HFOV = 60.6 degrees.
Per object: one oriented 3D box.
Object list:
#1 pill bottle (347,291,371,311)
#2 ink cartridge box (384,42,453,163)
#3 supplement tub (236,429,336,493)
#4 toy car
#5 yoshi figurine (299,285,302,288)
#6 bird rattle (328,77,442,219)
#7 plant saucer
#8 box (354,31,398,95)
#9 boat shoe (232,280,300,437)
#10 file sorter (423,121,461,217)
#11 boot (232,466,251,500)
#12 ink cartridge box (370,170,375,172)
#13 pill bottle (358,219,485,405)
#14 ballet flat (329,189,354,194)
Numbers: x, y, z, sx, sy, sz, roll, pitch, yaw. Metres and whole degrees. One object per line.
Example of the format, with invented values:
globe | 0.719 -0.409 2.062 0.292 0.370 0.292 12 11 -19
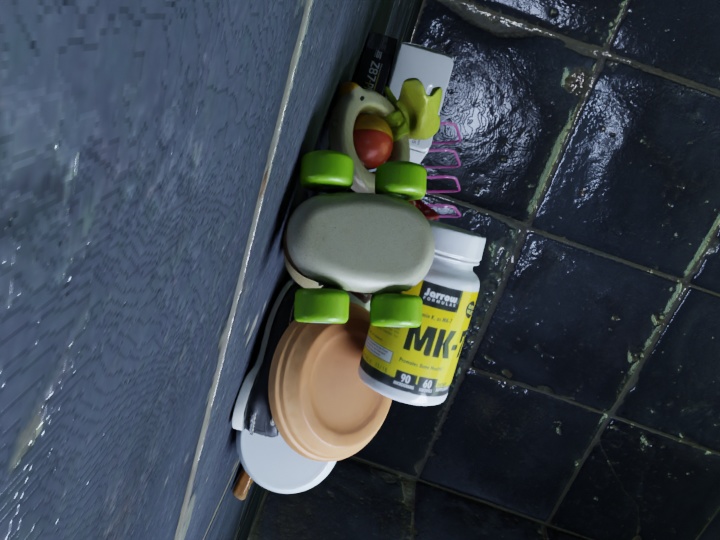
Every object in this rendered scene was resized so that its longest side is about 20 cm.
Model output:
pill bottle | 0.000 0.000 0.870 0.201 0.114 0.114 -54 178 -7
ink cartridge box | 0.074 -0.242 0.952 0.200 0.082 0.148 179 -73 -89
supplement tub | -0.100 0.235 0.879 0.200 0.143 0.146 110 -2 -78
toy car | -0.022 -0.021 0.689 0.200 0.156 0.167 162 -69 -70
yoshi figurine | -0.077 0.078 1.076 0.201 0.111 0.113 105 -14 -49
bird rattle | 0.020 -0.144 0.766 0.112 0.162 0.203 5 -99 49
plant saucer | -0.023 0.138 0.771 0.037 0.199 0.202 -1 -115 49
box | 0.004 -0.234 0.945 0.200 0.049 0.163 108 -4 -72
boat shoe | -0.101 0.109 0.779 0.074 0.060 0.202 99 7 -61
file sorter | 0.117 -0.155 1.113 0.139 0.124 0.203 13 78 -74
boot | -0.165 0.304 1.151 0.188 0.068 0.202 -77 -174 -82
ink cartridge box | 0.010 -0.082 1.121 0.147 0.082 0.203 38 56 -70
pill bottle | 0.074 0.045 0.727 0.114 0.113 0.202 -74 178 -81
ballet flat | -0.012 -0.092 0.814 0.067 0.056 0.202 86 1 -57
